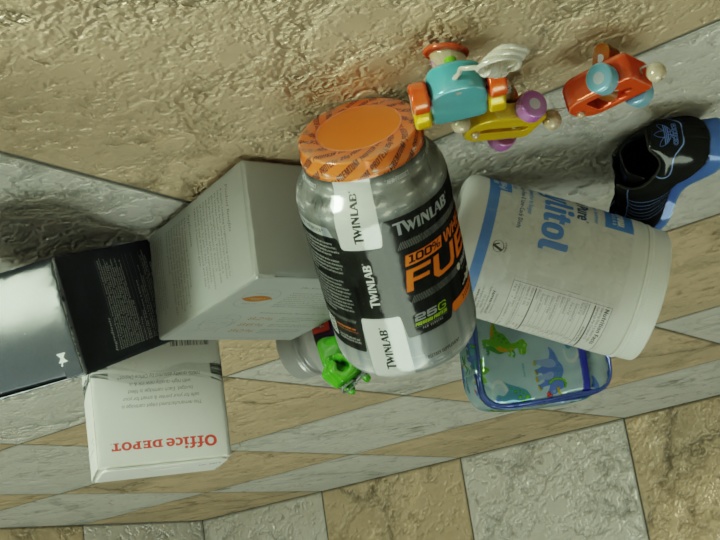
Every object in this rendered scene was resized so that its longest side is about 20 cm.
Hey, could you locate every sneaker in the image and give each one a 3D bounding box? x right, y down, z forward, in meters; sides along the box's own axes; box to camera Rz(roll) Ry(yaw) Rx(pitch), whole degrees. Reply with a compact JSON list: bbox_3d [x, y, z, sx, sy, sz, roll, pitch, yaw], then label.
[{"bbox_3d":[0.265,-0.088,1.121,0.077,0.071,0.200,0,156,-13],"label":"sneaker"}]

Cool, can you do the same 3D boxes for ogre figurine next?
[{"bbox_3d":[0.020,0.052,1.165,0.120,0.098,0.200,-40,164,9],"label":"ogre figurine"}]

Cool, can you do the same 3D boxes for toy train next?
[{"bbox_3d":[0.121,-0.144,0.872,0.199,0.056,0.150,3,159,-46],"label":"toy train"}]

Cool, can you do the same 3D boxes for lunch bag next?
[{"bbox_3d":[0.183,0.046,1.280,0.159,0.202,0.082,-5,171,-9],"label":"lunch bag"}]

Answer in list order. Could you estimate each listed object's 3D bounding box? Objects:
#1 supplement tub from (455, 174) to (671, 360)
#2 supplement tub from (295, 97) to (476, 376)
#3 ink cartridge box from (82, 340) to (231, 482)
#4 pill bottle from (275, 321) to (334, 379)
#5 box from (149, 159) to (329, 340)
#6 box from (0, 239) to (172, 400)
[{"bbox_3d":[0.177,-0.003,1.125,0.198,0.133,0.132,15,162,-1],"label":"supplement tub"},{"bbox_3d":[0.019,-0.026,0.946,0.121,0.123,0.201,-11,125,7],"label":"supplement tub"},{"bbox_3d":[-0.229,0.120,1.302,0.145,0.202,0.086,-2,163,-20],"label":"ink cartridge box"},{"bbox_3d":[0.001,0.065,1.402,0.198,0.113,0.111,-19,161,30],"label":"pill bottle"},{"bbox_3d":[-0.085,-0.011,1.104,0.151,0.108,0.199,3,160,-35],"label":"box"},{"bbox_3d":[-0.282,0.046,1.093,0.146,0.105,0.200,-15,-178,14],"label":"box"}]
